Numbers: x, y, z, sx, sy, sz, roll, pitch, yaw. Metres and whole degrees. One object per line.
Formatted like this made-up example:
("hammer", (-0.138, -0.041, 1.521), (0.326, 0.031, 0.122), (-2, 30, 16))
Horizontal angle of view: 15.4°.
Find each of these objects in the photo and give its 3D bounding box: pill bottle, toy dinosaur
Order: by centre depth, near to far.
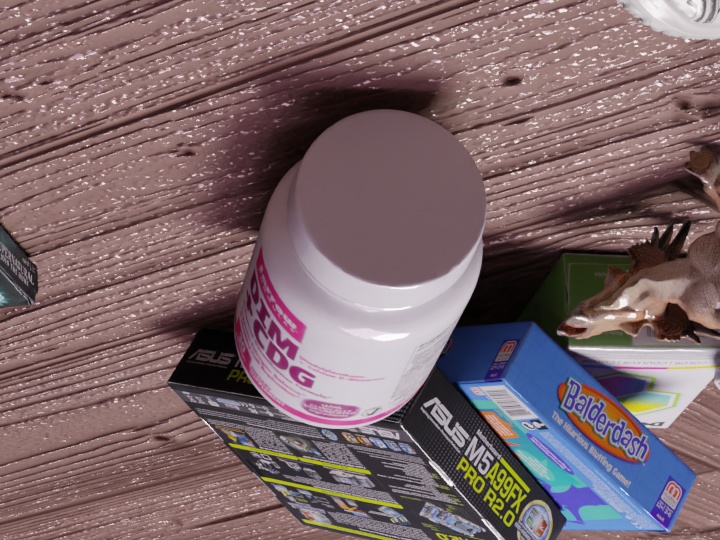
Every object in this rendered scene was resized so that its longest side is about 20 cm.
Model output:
("pill bottle", (0.000, 0.000, 1.370), (0.113, 0.114, 0.200), (1, 158, -9))
("toy dinosaur", (0.216, 0.013, 1.421), (0.200, 0.086, 0.136), (18, 161, 4))

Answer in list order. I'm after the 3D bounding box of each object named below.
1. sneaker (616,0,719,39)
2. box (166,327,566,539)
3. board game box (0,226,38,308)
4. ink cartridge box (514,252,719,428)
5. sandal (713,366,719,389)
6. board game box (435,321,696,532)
("sneaker", (0.125, -0.149, 1.042), (0.200, 0.076, 0.088), (17, 153, -41))
("box", (0.002, 0.106, 1.581), (0.200, 0.044, 0.160), (7, 148, 45))
("board game box", (-0.265, -0.020, 1.409), (0.135, 0.028, 0.200), (-6, 158, 10))
("ink cartridge box", (0.147, 0.053, 1.599), (0.104, 0.059, 0.200), (2, 159, -11))
("sandal", (0.267, 0.098, 1.567), (0.082, 0.050, 0.203), (4, 167, 31))
("board game box", (0.079, 0.096, 1.579), (0.152, 0.045, 0.200), (43, 153, -26))
